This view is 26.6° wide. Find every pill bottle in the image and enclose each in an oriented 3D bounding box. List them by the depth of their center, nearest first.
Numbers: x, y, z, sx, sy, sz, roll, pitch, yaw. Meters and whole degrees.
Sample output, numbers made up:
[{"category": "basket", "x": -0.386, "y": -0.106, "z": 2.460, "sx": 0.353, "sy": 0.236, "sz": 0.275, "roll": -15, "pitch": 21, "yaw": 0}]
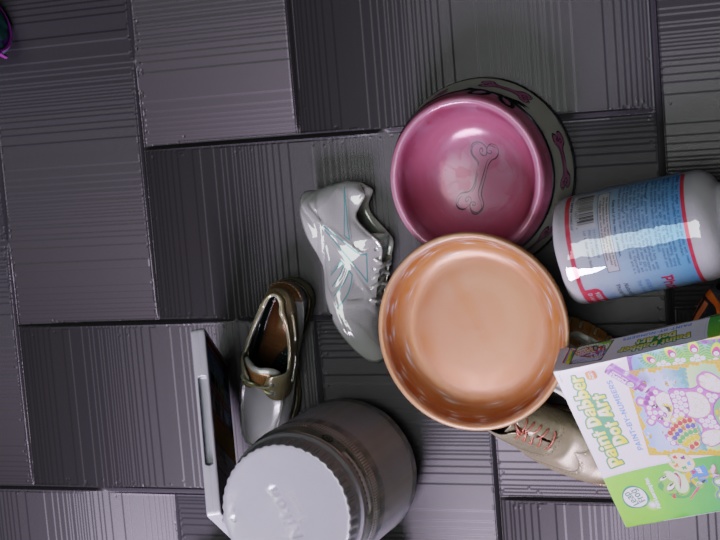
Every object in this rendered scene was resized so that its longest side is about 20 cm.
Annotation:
[{"category": "pill bottle", "x": 0.296, "y": -0.037, "z": 1.487, "sx": 0.198, "sy": 0.109, "sz": 0.110, "roll": -11, "pitch": 93, "yaw": 23}]

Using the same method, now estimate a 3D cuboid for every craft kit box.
[{"category": "craft kit box", "x": 0.313, "y": 0.145, "z": 1.461, "sx": 0.196, "sy": 0.049, "sz": 0.201, "roll": -14, "pitch": 116, "yaw": 30}]

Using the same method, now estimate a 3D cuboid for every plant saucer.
[{"category": "plant saucer", "x": 0.116, "y": 0.060, "z": 1.534, "sx": 0.198, "sy": 0.037, "sz": 0.202, "roll": 3, "pitch": 99, "yaw": 20}]

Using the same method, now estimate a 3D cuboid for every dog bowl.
[{"category": "dog bowl", "x": 0.118, "y": -0.097, "z": 1.569, "sx": 0.198, "sy": 0.074, "sz": 0.202, "roll": 3, "pitch": 99, "yaw": 21}]

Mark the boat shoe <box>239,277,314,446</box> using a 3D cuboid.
[{"category": "boat shoe", "x": -0.104, "y": 0.108, "z": 1.689, "sx": 0.074, "sy": 0.068, "sz": 0.202, "roll": 13, "pitch": 102, "yaw": 20}]

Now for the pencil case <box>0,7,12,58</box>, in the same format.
[{"category": "pencil case", "x": -0.507, "y": -0.249, "z": 1.792, "sx": 0.199, "sy": 0.085, "sz": 0.093, "roll": -27, "pitch": 72, "yaw": 23}]

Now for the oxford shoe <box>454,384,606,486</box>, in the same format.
[{"category": "oxford shoe", "x": 0.180, "y": 0.169, "z": 1.580, "sx": 0.199, "sy": 0.075, "sz": 0.071, "roll": 28, "pitch": 107, "yaw": 16}]

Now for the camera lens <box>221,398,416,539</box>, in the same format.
[{"category": "camera lens", "x": -0.039, "y": 0.230, "z": 1.609, "sx": 0.159, "sy": 0.200, "sz": 0.162, "roll": 3, "pitch": 99, "yaw": 21}]

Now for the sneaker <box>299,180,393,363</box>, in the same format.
[{"category": "sneaker", "x": 0.000, "y": 0.000, "z": 1.633, "sx": 0.080, "sy": 0.070, "sz": 0.202, "roll": -18, "pitch": 90, "yaw": 20}]

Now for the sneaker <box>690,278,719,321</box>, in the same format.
[{"category": "sneaker", "x": 0.420, "y": 0.067, "z": 1.469, "sx": 0.199, "sy": 0.077, "sz": 0.113, "roll": 24, "pitch": 107, "yaw": 17}]

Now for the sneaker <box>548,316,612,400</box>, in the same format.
[{"category": "sneaker", "x": 0.267, "y": 0.127, "z": 1.553, "sx": 0.199, "sy": 0.076, "sz": 0.088, "roll": 31, "pitch": 125, "yaw": 17}]

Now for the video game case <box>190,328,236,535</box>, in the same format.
[{"category": "video game case", "x": -0.155, "y": 0.179, "z": 1.648, "sx": 0.017, "sy": 0.143, "sz": 0.202, "roll": -8, "pitch": 70, "yaw": 3}]
